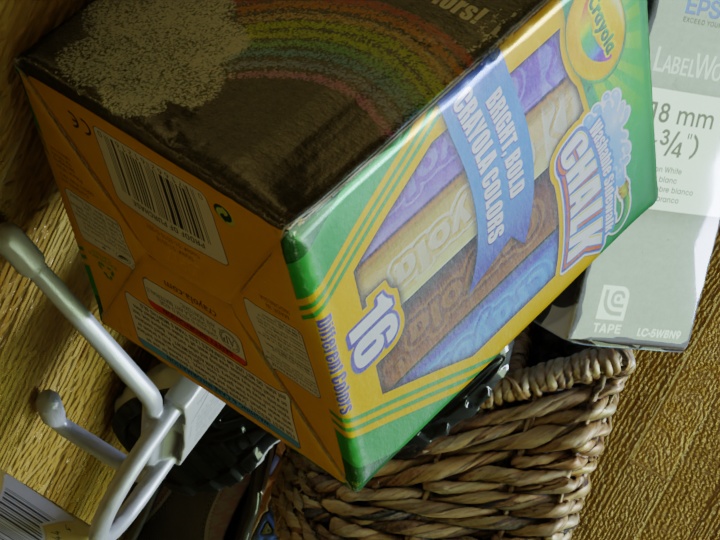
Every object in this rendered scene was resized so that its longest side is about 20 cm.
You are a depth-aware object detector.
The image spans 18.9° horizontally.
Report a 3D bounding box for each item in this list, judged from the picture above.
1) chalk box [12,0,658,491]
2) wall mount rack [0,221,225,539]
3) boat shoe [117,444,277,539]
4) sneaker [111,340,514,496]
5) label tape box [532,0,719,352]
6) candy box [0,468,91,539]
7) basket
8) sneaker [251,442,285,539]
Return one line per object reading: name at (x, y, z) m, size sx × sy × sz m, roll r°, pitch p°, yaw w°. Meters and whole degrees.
chalk box at (0.013, -0.056, 0.693) m, size 0.200 × 0.124 × 0.124 m, roll -41°, pitch 143°, yaw -25°
wall mount rack at (-0.065, -0.005, 0.790) m, size 0.200 × 0.074 × 0.174 m, roll -56°, pitch 172°, yaw -23°
boat shoe at (-0.086, 0.129, 1.041) m, size 0.057 × 0.067 × 0.200 m, roll -39°, pitch 151°, yaw -77°
sneaker at (-0.020, 0.034, 0.908) m, size 0.200 × 0.074 × 0.079 m, roll -15°, pitch -148°, yaw 39°
label tape box at (0.082, -0.088, 0.806) m, size 0.063 × 0.144 × 0.200 m, roll 6°, pitch 103°, yaw -32°
candy box at (-0.176, 0.160, 0.747) m, size 0.117 × 0.056 × 0.200 m, roll -65°, pitch 169°, yaw 26°
basket at (0.043, 0.059, 1.010) m, size 0.200 × 0.143 × 0.149 m, roll -58°, pitch 165°, yaw -73°
sneaker at (-0.008, 0.077, 1.244) m, size 0.200 × 0.075 × 0.088 m, roll -57°, pitch 169°, yaw -13°
